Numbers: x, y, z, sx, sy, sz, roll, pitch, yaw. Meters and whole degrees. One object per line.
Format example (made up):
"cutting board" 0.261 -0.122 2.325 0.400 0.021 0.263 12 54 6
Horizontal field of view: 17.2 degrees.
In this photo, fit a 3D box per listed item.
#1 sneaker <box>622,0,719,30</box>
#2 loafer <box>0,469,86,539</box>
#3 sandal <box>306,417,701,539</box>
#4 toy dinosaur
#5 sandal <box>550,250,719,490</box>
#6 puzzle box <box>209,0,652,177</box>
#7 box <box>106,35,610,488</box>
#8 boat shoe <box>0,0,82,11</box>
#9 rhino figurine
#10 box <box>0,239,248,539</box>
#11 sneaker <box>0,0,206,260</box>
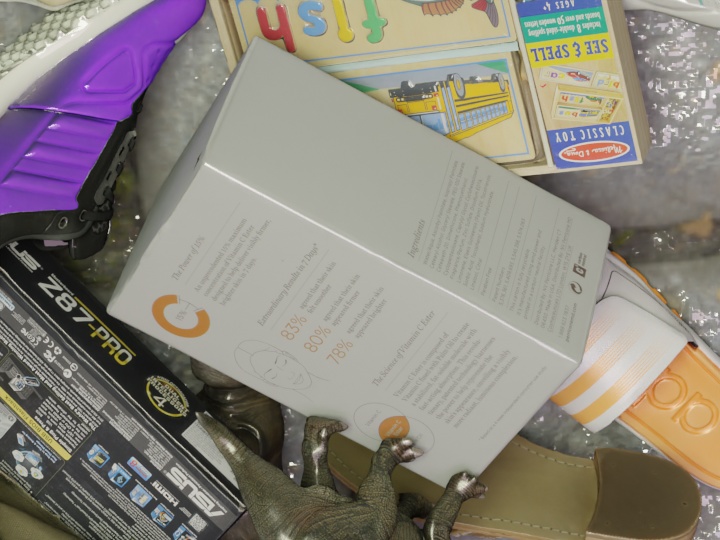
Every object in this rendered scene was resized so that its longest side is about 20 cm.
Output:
"sneaker" 0.156 -0.161 1.141 0.200 0.070 0.080 3 114 -5
"loafer" -0.118 0.159 1.140 0.200 0.075 0.070 43 109 -6
"sandal" 0.072 0.122 1.260 0.211 0.078 0.070 13 145 7
"toy dinosaur" 0.000 0.132 1.132 0.077 0.102 0.200 -11 138 42
"sandal" 0.149 0.057 1.243 0.207 0.059 0.079 35 107 -17
"puzzle box" 0.031 -0.104 1.143 0.200 0.025 0.133 -6 116 23
"box" 0.000 0.000 1.145 0.200 0.098 0.124 28 135 -10
"boat shoe" -0.223 -0.143 1.114 0.200 0.075 0.069 -10 94 0
"rhino figurine" -0.072 0.092 1.235 0.060 0.087 0.200 18 116 31
"box" -0.165 0.089 1.190 0.200 0.049 0.161 43 118 1
"sneaker" -0.141 -0.060 1.133 0.200 0.070 0.100 -40 109 -20
